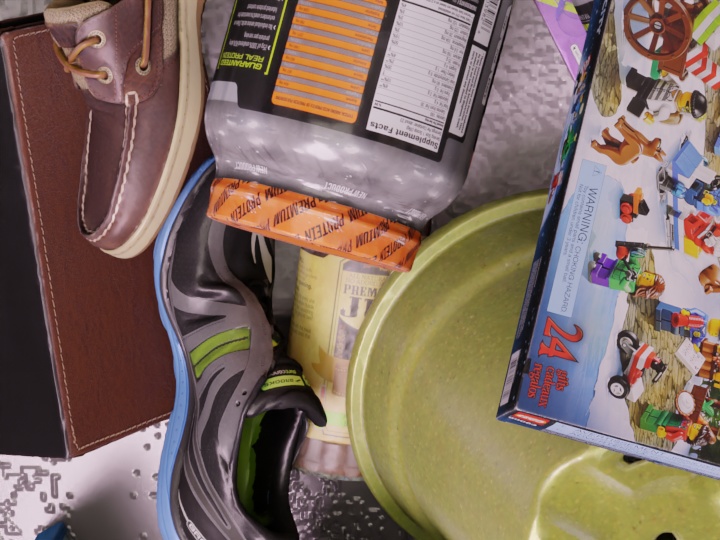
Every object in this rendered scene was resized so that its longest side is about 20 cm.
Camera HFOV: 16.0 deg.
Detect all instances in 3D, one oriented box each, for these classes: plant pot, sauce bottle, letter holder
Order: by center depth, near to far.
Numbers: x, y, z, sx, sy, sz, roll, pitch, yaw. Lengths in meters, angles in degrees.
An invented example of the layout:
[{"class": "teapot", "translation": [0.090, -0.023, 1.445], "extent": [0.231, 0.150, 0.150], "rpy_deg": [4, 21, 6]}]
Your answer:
[{"class": "plant pot", "translation": [0.110, 0.085, 1.147], "extent": [0.200, 0.184, 0.201], "rpy_deg": [-5, 111, -12]}, {"class": "sauce bottle", "translation": [0.000, 0.000, 1.235], "extent": [0.065, 0.065, 0.201], "rpy_deg": [8, 102, 5]}, {"class": "letter holder", "translation": [-0.143, -0.025, 1.238], "extent": [0.100, 0.142, 0.201], "rpy_deg": [0, 103, 38]}]

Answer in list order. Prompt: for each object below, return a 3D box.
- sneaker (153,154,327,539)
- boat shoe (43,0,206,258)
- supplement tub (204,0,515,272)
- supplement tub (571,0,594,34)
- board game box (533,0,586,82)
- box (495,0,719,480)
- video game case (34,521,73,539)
[{"class": "sneaker", "translation": [-0.051, 0.044, 1.208], "extent": [0.083, 0.071, 0.200], "rpy_deg": [-3, 86, 39]}, {"class": "boat shoe", "translation": [-0.111, -0.107, 1.147], "extent": [0.072, 0.072, 0.201], "rpy_deg": [8, 96, -30]}, {"class": "supplement tub", "translation": [0.003, -0.107, 1.139], "extent": [0.122, 0.123, 0.200], "rpy_deg": [16, 89, 3]}, {"class": "supplement tub", "translation": [0.175, -0.093, 1.143], "extent": [0.122, 0.123, 0.200], "rpy_deg": [-25, 96, 10]}, {"class": "board game box", "translation": [0.152, -0.122, 1.215], "extent": [0.120, 0.032, 0.200], "rpy_deg": [-26, 97, 7]}, {"class": "box", "translation": [0.145, -0.019, 1.040], "extent": [0.136, 0.038, 0.200], "rpy_deg": [15, 78, -6]}, {"class": "video game case", "translation": [-0.112, 0.227, 1.248], "extent": [0.018, 0.143, 0.200], "rpy_deg": [-28, 96, 5]}]
